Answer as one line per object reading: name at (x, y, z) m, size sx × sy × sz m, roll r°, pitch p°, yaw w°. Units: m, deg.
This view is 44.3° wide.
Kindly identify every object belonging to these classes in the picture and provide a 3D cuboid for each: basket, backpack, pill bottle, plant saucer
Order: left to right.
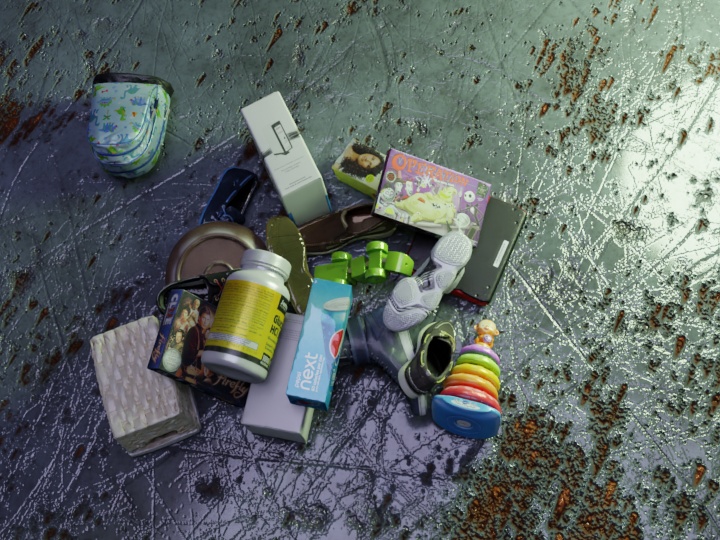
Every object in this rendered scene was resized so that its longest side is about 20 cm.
backpack at (-0.451, -0.279, 1.698) m, size 0.161 × 0.154 × 0.203 m, roll 4°, pitch 82°, yaw 0°
basket at (-0.369, 0.193, 1.502) m, size 0.134 × 0.124 × 0.202 m, roll -20°, pitch 68°, yaw -3°
plant saucer at (-0.250, 0.013, 1.571) m, size 0.197 × 0.032 × 0.203 m, roll 0°, pitch 90°, yaw -5°
pill bottle at (-0.181, 0.073, 1.453) m, size 0.111 × 0.113 × 0.203 m, roll 12°, pitch 72°, yaw 10°

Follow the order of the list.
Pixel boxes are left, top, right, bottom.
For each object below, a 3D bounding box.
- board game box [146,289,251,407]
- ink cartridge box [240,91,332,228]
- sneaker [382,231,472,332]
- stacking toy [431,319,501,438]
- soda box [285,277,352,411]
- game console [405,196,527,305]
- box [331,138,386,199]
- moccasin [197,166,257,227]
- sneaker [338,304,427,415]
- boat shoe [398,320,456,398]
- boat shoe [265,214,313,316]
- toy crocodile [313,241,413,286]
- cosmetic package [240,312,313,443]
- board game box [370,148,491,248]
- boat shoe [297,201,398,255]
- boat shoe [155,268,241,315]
board game box at (-0.253, 0.133, 1.482) m, size 0.034 × 0.199 × 0.137 m, roll -5°, pitch 63°, yaw 40°
ink cartridge box at (-0.135, -0.201, 1.622) m, size 0.083 × 0.146 × 0.202 m, roll -26°, pitch 67°, yaw -3°
sneaker at (0.116, 0.029, 1.500) m, size 0.075 × 0.115 × 0.200 m, roll 39°, pitch 84°, yaw 12°
stacking toy at (0.196, 0.168, 1.481) m, size 0.114 × 0.110 × 0.202 m, roll 13°, pitch 59°, yaw 12°
soda box at (-0.065, 0.120, 1.446) m, size 0.067 × 0.064 × 0.203 m, roll 11°, pitch 70°, yaw 6°
game console at (0.187, -0.054, 1.600) m, size 0.175 × 0.031 × 0.202 m, roll 23°, pitch 73°, yaw 10°
box at (0.047, -0.165, 1.626) m, size 0.199 × 0.050 × 0.076 m, roll 29°, pitch 75°, yaw 24°
moccasin at (-0.245, -0.105, 1.627) m, size 0.067 × 0.081 × 0.203 m, roll 7°, pitch 70°, yaw 22°
sneaker at (0.029, 0.165, 1.498) m, size 0.144 × 0.077 × 0.205 m, roll -17°, pitch 68°, yaw -3°
boat shoe at (0.126, 0.138, 1.455) m, size 0.060 × 0.201 × 0.072 m, roll -33°, pitch 100°, yaw 33°
boat shoe at (-0.125, 0.002, 1.577) m, size 0.071 × 0.066 × 0.203 m, roll -17°, pitch 74°, yaw -24°
toy crocodile at (0.000, 0.000, 1.558) m, size 0.198 × 0.062 × 0.068 m, roll -14°, pitch 61°, yaw 30°
cosmetic package at (-0.124, 0.180, 1.505) m, size 0.106 × 0.085 × 0.203 m, roll 10°, pitch 71°, yaw 10°
board game box at (0.126, -0.125, 1.552) m, size 0.197 × 0.032 × 0.122 m, roll 17°, pitch 76°, yaw -14°
boat shoe at (-0.032, -0.085, 1.604) m, size 0.200 × 0.075 × 0.076 m, roll -16°, pitch 68°, yaw -1°
boat shoe at (-0.253, 0.041, 1.526) m, size 0.198 × 0.063 × 0.075 m, roll -10°, pitch 89°, yaw -5°
